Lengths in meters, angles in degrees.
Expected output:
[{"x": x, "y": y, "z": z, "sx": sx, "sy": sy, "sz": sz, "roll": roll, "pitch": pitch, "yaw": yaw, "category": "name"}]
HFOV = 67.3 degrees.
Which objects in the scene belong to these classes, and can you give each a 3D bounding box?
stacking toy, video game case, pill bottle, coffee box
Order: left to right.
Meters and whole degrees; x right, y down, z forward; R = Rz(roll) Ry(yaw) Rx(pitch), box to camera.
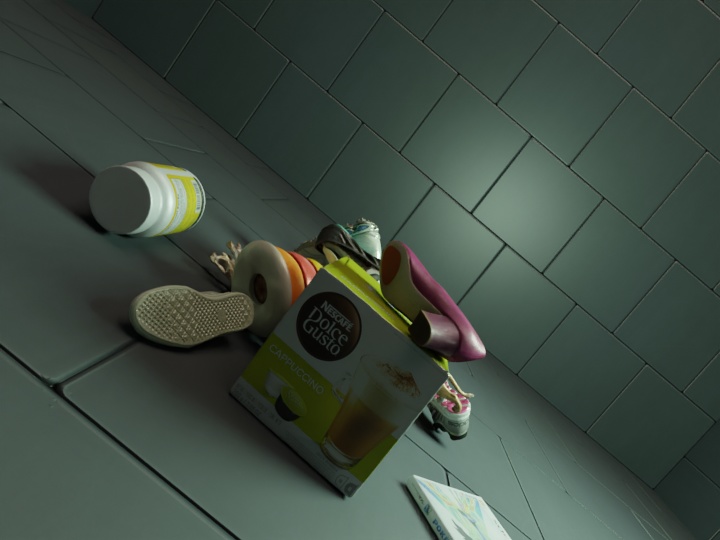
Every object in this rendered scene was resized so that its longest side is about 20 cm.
[{"x": -0.332, "y": -0.112, "z": 0.860, "sx": 0.114, "sy": 0.115, "sz": 0.200, "roll": 39, "pitch": 8, "yaw": -1, "category": "pill bottle"}, {"x": -0.098, "y": 0.022, "z": 0.892, "sx": 0.198, "sy": 0.148, "sz": 0.146, "roll": -7, "pitch": 41, "yaw": -46, "category": "stacking toy"}, {"x": -0.016, "y": 0.123, "z": 0.728, "sx": 0.199, "sy": 0.199, "sz": 0.200, "roll": 39, "pitch": 8, "yaw": 3, "category": "coffee box"}, {"x": 0.171, "y": 0.388, "z": 0.778, "sx": 0.199, "sy": 0.022, "sz": 0.183, "roll": 33, "pitch": 10, "yaw": -39, "category": "video game case"}]

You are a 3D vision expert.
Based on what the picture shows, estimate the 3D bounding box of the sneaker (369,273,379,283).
[{"x": -0.012, "y": 0.107, "z": 0.863, "sx": 0.116, "sy": 0.200, "sz": 0.075, "roll": 48, "pitch": 15, "yaw": 11, "category": "sneaker"}]

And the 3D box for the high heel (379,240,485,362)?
[{"x": 0.086, "y": 0.038, "z": 0.696, "sx": 0.095, "sy": 0.068, "sz": 0.202, "roll": 21, "pitch": 33, "yaw": -30, "category": "high heel"}]

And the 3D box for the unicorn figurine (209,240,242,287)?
[{"x": -0.200, "y": 0.010, "z": 1.003, "sx": 0.138, "sy": 0.074, "sz": 0.200, "roll": 49, "pitch": 23, "yaw": 2, "category": "unicorn figurine"}]

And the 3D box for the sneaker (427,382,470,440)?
[{"x": 0.165, "y": 0.284, "z": 1.119, "sx": 0.072, "sy": 0.089, "sz": 0.200, "roll": -9, "pitch": 13, "yaw": -18, "category": "sneaker"}]

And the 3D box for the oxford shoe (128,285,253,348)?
[{"x": -0.217, "y": 0.058, "z": 0.695, "sx": 0.057, "sy": 0.077, "sz": 0.199, "roll": -3, "pitch": -3, "yaw": 26, "category": "oxford shoe"}]

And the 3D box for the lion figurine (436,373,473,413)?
[{"x": 0.094, "y": 0.201, "z": 0.975, "sx": 0.073, "sy": 0.196, "sz": 0.125, "roll": -70, "pitch": 142, "yaw": -70, "category": "lion figurine"}]

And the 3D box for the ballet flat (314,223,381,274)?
[{"x": 0.000, "y": 0.000, "z": 0.929, "sx": 0.199, "sy": 0.069, "sz": 0.068, "roll": 37, "pitch": 48, "yaw": 14, "category": "ballet flat"}]

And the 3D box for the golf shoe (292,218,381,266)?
[{"x": -0.050, "y": -0.019, "z": 1.011, "sx": 0.078, "sy": 0.197, "sz": 0.099, "roll": 6, "pitch": 66, "yaw": -60, "category": "golf shoe"}]
